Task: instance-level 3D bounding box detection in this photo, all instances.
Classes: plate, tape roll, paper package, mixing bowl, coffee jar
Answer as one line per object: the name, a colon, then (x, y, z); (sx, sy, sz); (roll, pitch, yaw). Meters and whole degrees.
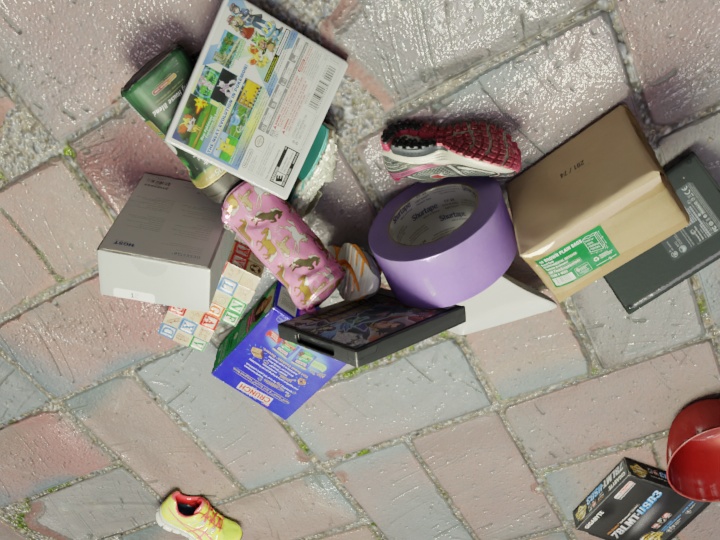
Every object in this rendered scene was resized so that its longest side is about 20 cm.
plate: (0.173, 0.042, 1.055); (0.197, 0.033, 0.197); (23, 147, -38)
tape roll: (0.114, -0.047, 0.950); (0.195, 0.202, 0.086); (-19, 124, 17)
paper package: (0.309, -0.091, 0.910); (0.198, 0.193, 0.103); (-34, 117, 26)
mixing bowl: (0.636, 0.307, 1.218); (0.194, 0.110, 0.204); (3, 126, 3)
coffee jar: (-0.225, -0.195, 0.930); (0.104, 0.085, 0.201); (-44, 119, -11)

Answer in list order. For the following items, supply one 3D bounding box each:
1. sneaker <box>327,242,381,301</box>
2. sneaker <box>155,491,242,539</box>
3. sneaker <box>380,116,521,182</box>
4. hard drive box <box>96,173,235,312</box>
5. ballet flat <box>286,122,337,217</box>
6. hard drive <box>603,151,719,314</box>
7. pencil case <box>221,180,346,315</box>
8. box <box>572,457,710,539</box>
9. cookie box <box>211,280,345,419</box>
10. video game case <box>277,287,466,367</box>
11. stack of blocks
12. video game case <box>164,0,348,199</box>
sneaker: (0.000, 0.000, 1.017); (0.075, 0.200, 0.080); (10, 98, -18)
sneaker: (-0.344, 0.543, 1.481); (0.196, 0.079, 0.091); (24, 117, -15)
sneaker: (0.126, -0.159, 0.945); (0.195, 0.082, 0.076); (10, 140, 19)
hard drive box: (-0.269, -0.046, 0.980); (0.151, 0.202, 0.078); (10, 127, -3)
ballet flat: (-0.077, -0.133, 0.998); (0.071, 0.073, 0.201); (28, 125, -15)
hard drive: (0.433, -0.050, 0.980); (0.199, 0.033, 0.142); (-39, 75, 27)
pencil case: (-0.108, -0.035, 0.952); (0.200, 0.083, 0.087); (47, 114, 5)
box: (0.570, 0.487, 1.389); (0.194, 0.050, 0.203); (20, 124, -11)
cookie box: (-0.137, 0.144, 1.181); (0.170, 0.076, 0.200); (35, 120, -20)
video game case: (0.015, 0.071, 0.928); (0.179, 0.197, 0.026); (11, 112, 50)
stack of blocks: (-0.247, 0.042, 1.127); (0.113, 0.059, 0.202); (25, 123, -14)
video game case: (-0.134, -0.223, 0.890); (0.179, 0.022, 0.204); (24, 99, -23)
